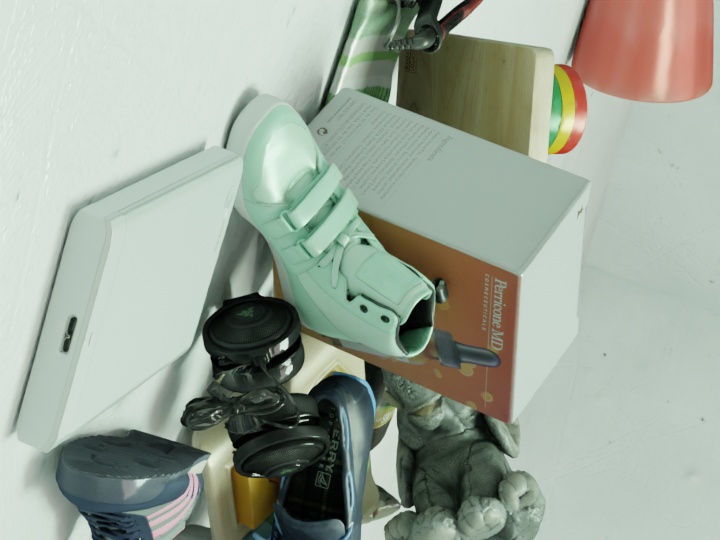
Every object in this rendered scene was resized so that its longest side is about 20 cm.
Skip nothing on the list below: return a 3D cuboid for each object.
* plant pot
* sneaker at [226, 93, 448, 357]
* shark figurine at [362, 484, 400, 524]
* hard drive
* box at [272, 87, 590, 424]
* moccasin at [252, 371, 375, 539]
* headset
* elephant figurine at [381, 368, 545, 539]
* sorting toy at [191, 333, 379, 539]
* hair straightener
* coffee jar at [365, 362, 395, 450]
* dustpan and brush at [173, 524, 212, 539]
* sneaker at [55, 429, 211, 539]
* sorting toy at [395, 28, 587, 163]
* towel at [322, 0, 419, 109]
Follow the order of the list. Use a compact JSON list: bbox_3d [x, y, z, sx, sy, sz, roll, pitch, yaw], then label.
[{"bbox_3d":[0.386,-0.343,2.632,0.200,0.199,0.178,-52,150,-58],"label":"plant pot"},{"bbox_3d":[-0.008,-0.026,1.254,0.074,0.118,0.201,-50,140,-26],"label":"sneaker"},{"bbox_3d":[-0.060,0.133,1.604,0.090,0.128,0.215,-104,172,-50],"label":"shark figurine"},{"bbox_3d":[-0.125,0.010,1.098,0.200,0.026,0.133,-38,148,-69],"label":"hard drive"},{"bbox_3d":[0.046,-0.011,1.373,0.106,0.199,0.153,-49,151,-37],"label":"box"},{"bbox_3d":[-0.039,0.172,1.401,0.068,0.080,0.201,-15,110,-72],"label":"moccasin"},{"bbox_3d":[-0.076,0.081,1.295,0.200,0.093,0.124,-175,-109,-83],"label":"headset"},{"bbox_3d":[0.075,0.140,1.611,0.155,0.141,0.201,114,-33,-51],"label":"elephant figurine"},{"bbox_3d":[-0.046,0.152,1.474,0.185,0.036,0.201,-42,138,-37],"label":"sorting toy"},{"bbox_3d":[0.043,-0.205,1.459,0.041,0.077,0.200,-32,-171,28],"label":"hair straightener"},{"bbox_3d":[0.005,0.059,1.695,0.104,0.085,0.201,-39,149,-70],"label":"coffee jar"},{"bbox_3d":[-0.110,0.227,1.499,0.200,0.057,0.140,-57,163,-49],"label":"dustpan and brush"},{"bbox_3d":[-0.137,0.143,1.173,0.200,0.070,0.082,17,90,-79],"label":"sneaker"},{"bbox_3d":[0.102,-0.079,1.525,0.199,0.069,0.201,21,-71,60],"label":"sorting toy"},{"bbox_3d":[-0.004,-0.111,1.483,0.153,0.023,0.201,-31,141,-72],"label":"towel"}]
